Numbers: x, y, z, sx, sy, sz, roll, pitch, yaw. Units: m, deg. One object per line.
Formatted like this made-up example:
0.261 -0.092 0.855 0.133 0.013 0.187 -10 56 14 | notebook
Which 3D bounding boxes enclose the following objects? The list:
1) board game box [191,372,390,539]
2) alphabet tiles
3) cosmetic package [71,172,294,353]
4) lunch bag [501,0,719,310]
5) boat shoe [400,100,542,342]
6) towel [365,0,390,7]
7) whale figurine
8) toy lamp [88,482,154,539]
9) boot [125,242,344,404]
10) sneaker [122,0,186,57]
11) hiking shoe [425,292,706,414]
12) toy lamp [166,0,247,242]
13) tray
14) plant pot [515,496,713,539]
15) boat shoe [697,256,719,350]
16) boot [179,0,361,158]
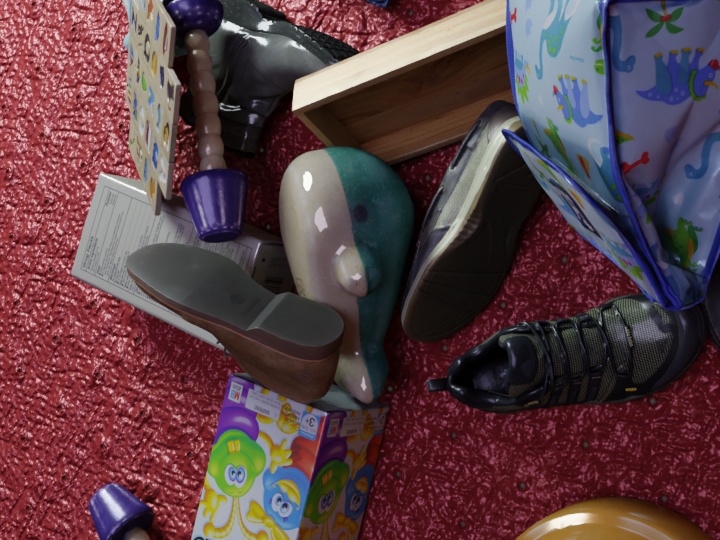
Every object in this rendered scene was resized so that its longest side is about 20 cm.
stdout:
-0.064 0.196 0.907 0.104 0.103 0.203 16 96 30 | board game box
-0.181 -0.153 0.944 0.201 0.006 0.169 -122 37 -52 | alphabet tiles
-0.159 -0.008 0.992 0.198 0.073 0.105 23 99 30 | cosmetic package
0.169 -0.095 0.710 0.125 0.170 0.203 -12 113 -7 | lunch bag
0.084 -0.038 0.856 0.203 0.071 0.066 -64 31 26 | boat shoe
0.020 -0.333 0.915 0.111 0.048 0.202 32 104 28 | towel
0.000 0.000 0.881 0.102 0.159 0.203 -13 94 -14 | whale figurine
-0.182 0.279 1.001 0.200 0.058 0.059 45 109 25 | toy lamp
-0.105 0.042 0.858 0.198 0.074 0.076 26 132 22 | boot
-0.205 -0.297 1.033 0.085 0.077 0.204 -11 82 33 | sneaker
0.147 0.068 0.784 0.198 0.100 0.077 -23 79 32 | hiking shoe
-0.129 -0.125 0.917 0.058 0.058 0.203 -16 73 29 | toy lamp
0.055 -0.142 0.854 0.198 0.099 0.038 -18 52 28 | tray
0.151 0.265 0.729 0.197 0.182 0.204 -2 86 31 | plant pot
0.246 -0.037 0.750 0.074 0.073 0.204 -13 81 29 | boat shoe
-0.077 -0.156 0.963 0.199 0.067 0.132 33 109 36 | boot
